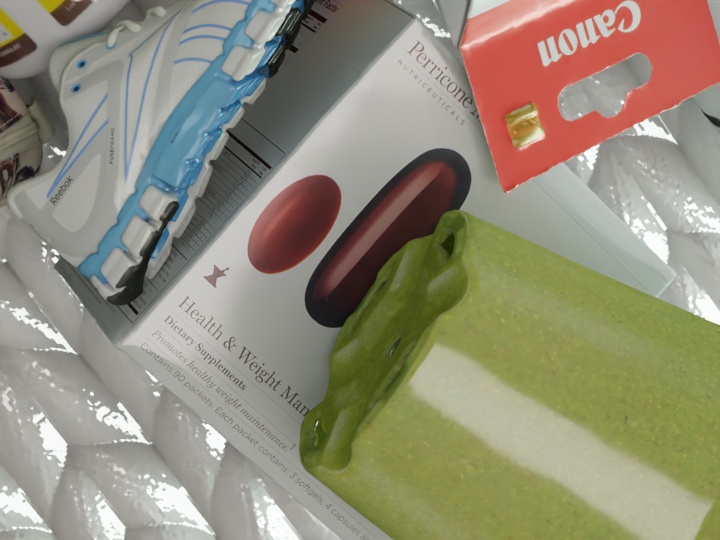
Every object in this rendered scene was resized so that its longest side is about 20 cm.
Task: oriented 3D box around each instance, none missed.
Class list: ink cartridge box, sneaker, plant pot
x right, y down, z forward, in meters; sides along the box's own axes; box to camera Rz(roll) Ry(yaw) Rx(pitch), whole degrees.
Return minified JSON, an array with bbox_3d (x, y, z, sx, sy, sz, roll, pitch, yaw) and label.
[{"bbox_3d":[0.101,-0.156,1.281,0.161,0.050,0.200,-27,104,-35],"label":"ink cartridge box"},{"bbox_3d":[-0.086,-0.090,1.243,0.087,0.075,0.200,33,91,7],"label":"sneaker"},{"bbox_3d":[0.082,0.074,1.241,0.184,0.200,0.201,32,93,-13],"label":"plant pot"}]

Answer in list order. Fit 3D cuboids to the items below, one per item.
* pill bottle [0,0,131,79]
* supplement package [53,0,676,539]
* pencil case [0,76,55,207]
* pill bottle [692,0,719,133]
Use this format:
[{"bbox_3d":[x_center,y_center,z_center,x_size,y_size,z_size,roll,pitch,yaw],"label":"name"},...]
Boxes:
[{"bbox_3d":[-0.186,-0.187,1.269,0.109,0.109,0.200,-45,113,-3],"label":"pill bottle"},{"bbox_3d":[0.000,0.000,1.361,0.191,0.147,0.200,42,89,-23],"label":"supplement package"},{"bbox_3d":[-0.208,-0.026,1.261,0.089,0.200,0.078,0,116,20],"label":"pencil case"},{"bbox_3d":[0.236,-0.090,1.435,0.114,0.114,0.200,-43,113,-4],"label":"pill bottle"}]
